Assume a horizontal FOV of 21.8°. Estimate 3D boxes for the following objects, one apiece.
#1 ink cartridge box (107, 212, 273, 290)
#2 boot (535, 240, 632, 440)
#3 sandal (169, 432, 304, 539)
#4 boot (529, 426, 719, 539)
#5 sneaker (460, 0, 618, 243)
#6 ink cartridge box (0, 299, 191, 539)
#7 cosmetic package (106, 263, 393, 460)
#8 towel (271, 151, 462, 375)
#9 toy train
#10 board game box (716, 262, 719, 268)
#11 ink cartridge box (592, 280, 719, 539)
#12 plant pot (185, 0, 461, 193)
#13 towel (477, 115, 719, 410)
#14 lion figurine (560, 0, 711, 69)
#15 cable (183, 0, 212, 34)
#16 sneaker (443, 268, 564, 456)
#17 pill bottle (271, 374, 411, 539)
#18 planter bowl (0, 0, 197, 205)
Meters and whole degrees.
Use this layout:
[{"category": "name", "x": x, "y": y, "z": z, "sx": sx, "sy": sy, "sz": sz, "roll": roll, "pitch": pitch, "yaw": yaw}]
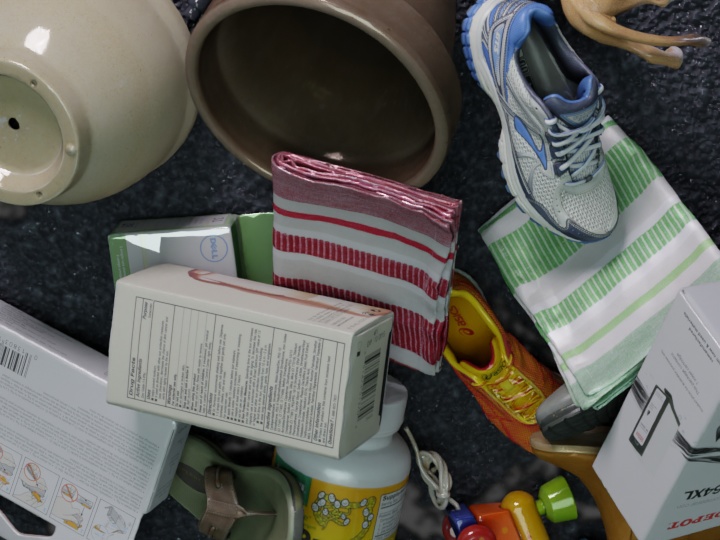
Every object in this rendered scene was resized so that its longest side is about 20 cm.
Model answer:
[{"category": "ink cartridge box", "x": -0.095, "y": 0.027, "z": 1.515, "sx": 0.199, "sy": 0.048, "sz": 0.147, "roll": -3, "pitch": 107, "yaw": 8}, {"category": "boot", "x": 0.192, "y": 0.031, "z": 1.455, "sx": 0.200, "sy": 0.068, "sz": 0.131, "roll": -36, "pitch": 69, "yaw": -3}, {"category": "sandal", "x": -0.112, "y": 0.187, "z": 1.499, "sx": 0.057, "sy": 0.200, "sz": 0.080, "roll": -4, "pitch": 103, "yaw": -40}, {"category": "boot", "x": 0.213, "y": 0.204, "z": 1.502, "sx": 0.200, "sy": 0.071, "sz": 0.145, "roll": 8, "pitch": 100, "yaw": -25}, {"category": "sneaker", "x": 0.141, "y": -0.107, "z": 1.362, "sx": 0.077, "sy": 0.085, "sz": 0.201, "roll": -35, "pitch": 107, "yaw": -23}, {"category": "ink cartridge box", "x": -0.250, "y": 0.146, "z": 1.538, "sx": 0.199, "sy": 0.045, "sz": 0.177, "roll": 27, "pitch": 113, "yaw": 14}, {"category": "cosmetic package", "x": -0.084, "y": 0.066, "z": 1.425, "sx": 0.199, "sy": 0.087, "sz": 0.104, "roll": 13, "pitch": 105, "yaw": 20}, {"category": "towel", "x": 0.000, "y": 0.000, "z": 1.412, "sx": 0.143, "sy": 0.023, "sz": 0.201, "roll": 16, "pitch": 142, "yaw": 11}, {"category": "toy train", "x": 0.125, "y": 0.199, "z": 1.539, "sx": 0.115, "sy": 0.085, "sz": 0.201, "roll": -22, "pitch": 97, "yaw": -5}, {"category": "board game box", "x": 0.319, "y": 0.045, "z": 1.436, "sx": 0.199, "sy": 0.019, "sz": 0.103, "roll": 18, "pitch": 112, "yaw": -43}, {"category": "ink cartridge box", "x": 0.275, "y": 0.098, "z": 1.367, "sx": 0.145, "sy": 0.085, "sz": 0.201, "roll": -10, "pitch": 140, "yaw": -26}, {"category": "plant pot", "x": -0.008, "y": -0.178, "z": 1.363, "sx": 0.199, "sy": 0.175, "sz": 0.201, "roll": 14, "pitch": 142, "yaw": 11}, {"category": "towel", "x": 0.182, "y": -0.008, "z": 1.418, "sx": 0.152, "sy": 0.200, "sz": 0.023, "roll": -41, "pitch": 137, "yaw": 15}, {"category": "lion figurine", "x": 0.158, "y": -0.212, "z": 1.364, "sx": 0.122, "sy": 0.200, "sz": 0.073, "roll": 4, "pitch": 116, "yaw": -32}, {"category": "cable", "x": -0.145, "y": -0.253, "z": 1.438, "sx": 0.162, "sy": 0.051, "sz": 0.201, "roll": 2, "pitch": 106, "yaw": -2}, {"category": "sneaker", "x": 0.111, "y": 0.087, "z": 1.499, "sx": 0.073, "sy": 0.077, "sz": 0.200, "roll": -41, "pitch": 104, "yaw": 14}, {"category": "pill bottle", "x": -0.021, "y": 0.182, "z": 1.520, "sx": 0.112, "sy": 0.113, "sz": 0.201, "roll": 13, "pitch": 109, "yaw": 1}, {"category": "planter bowl", "x": -0.236, "y": -0.129, "z": 1.404, "sx": 0.199, "sy": 0.135, "sz": 0.201, "roll": 10, "pitch": 123, "yaw": 16}]
